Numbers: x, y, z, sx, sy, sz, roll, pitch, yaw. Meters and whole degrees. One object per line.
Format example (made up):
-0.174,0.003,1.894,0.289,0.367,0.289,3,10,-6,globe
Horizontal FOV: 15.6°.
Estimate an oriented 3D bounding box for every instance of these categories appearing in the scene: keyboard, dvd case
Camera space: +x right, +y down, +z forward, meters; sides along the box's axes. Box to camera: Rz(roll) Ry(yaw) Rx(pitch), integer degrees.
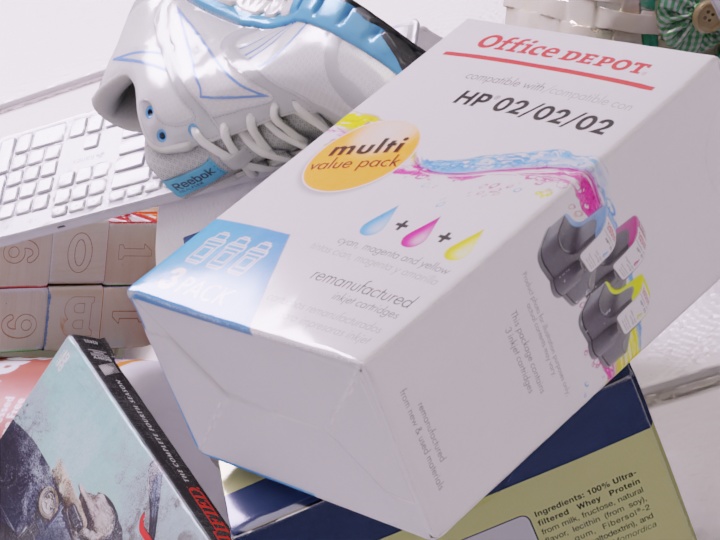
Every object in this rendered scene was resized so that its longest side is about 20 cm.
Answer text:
-0.066,-0.052,1.024,0.199,0.011,0.057,-13,54,27,keyboard
-0.101,0.138,0.990,0.146,0.022,0.200,-55,46,16,dvd case

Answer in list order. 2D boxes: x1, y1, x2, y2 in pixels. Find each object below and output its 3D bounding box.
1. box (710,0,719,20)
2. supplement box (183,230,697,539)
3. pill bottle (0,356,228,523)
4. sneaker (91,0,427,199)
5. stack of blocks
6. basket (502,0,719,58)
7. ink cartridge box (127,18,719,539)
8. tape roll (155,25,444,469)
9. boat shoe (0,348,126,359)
0.237,-0.166,1.011,0.199,0.200,0.171,-42,44,-8,box
0.042,0.089,0.913,0.133,0.201,0.200,-22,29,3,supplement box
-0.159,0.093,1.145,0.199,0.113,0.112,0,37,36,pill bottle
-0.033,-0.058,0.957,0.087,0.075,0.200,-57,35,-7,sneaker
-0.096,0.000,1.201,0.199,0.059,0.115,-1,12,-37,stack of blocks
0.153,-0.157,1.175,0.175,0.202,0.139,8,1,-28,basket
0.042,-0.015,0.806,0.200,0.068,0.115,-40,34,-28,ink cartridge box
0.000,0.000,1.089,0.070,0.203,0.203,-5,34,32,tape roll
-0.159,0.024,1.312,0.066,0.074,0.200,-38,25,41,boat shoe
